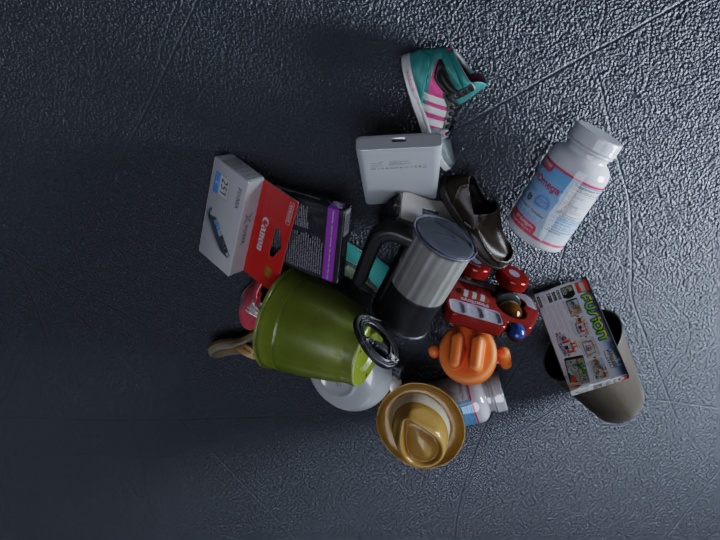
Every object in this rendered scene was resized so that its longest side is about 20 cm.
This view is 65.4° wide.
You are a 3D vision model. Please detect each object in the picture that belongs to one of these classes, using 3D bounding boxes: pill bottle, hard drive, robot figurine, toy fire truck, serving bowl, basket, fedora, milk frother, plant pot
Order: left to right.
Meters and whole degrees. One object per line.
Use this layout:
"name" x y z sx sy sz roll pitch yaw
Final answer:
"plant pot" -0.065 0.119 1.041 0.190 0.200 0.204 19 125 22
"serving bowl" -0.035 0.207 1.162 0.196 0.066 0.205 10 111 26
"hard drive" 0.065 -0.164 0.928 0.129 0.027 0.200 -2 163 4
"milk frother" 0.083 0.036 0.924 0.177 0.202 0.190 12 128 -19
"fedora" 0.122 0.334 1.148 0.196 0.082 0.205 2 106 7
"pill bottle" 0.214 0.285 1.222 0.196 0.110 0.110 -16 120 12
"robot figurine" 0.218 0.170 1.118 0.142 0.200 0.118 -32 72 5
"toy fire truck" 0.241 0.067 1.051 0.196 0.169 0.114 18 122 -8
"pill bottle" 0.344 -0.140 0.945 0.107 0.110 0.202 20 120 -10
"basket" 0.493 0.210 1.150 0.180 0.136 0.200 -44 119 -2

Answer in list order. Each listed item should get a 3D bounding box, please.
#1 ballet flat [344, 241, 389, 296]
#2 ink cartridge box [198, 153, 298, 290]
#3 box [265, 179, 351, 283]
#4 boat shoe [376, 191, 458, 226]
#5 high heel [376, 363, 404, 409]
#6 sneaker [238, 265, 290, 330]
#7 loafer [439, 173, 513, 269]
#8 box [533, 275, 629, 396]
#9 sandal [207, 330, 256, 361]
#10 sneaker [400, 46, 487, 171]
"ballet flat" 0.000 0.000 1.092 0.199 0.075 0.074 38 117 -17
"ink cartridge box" -0.207 -0.077 1.007 0.175 0.044 0.203 35 124 23
"box" -0.115 -0.074 1.018 0.196 0.036 0.146 18 122 17
"boat shoe" 0.121 -0.085 1.032 0.197 0.076 0.092 18 158 -26
"high heel" 0.020 0.245 1.250 0.140 0.072 0.203 21 136 16
"sneaker" -0.200 0.054 1.113 0.073 0.087 0.202 23 121 -11
"loafer" 0.217 -0.086 0.993 0.201 0.073 0.071 50 143 -17
"box" 0.415 0.122 1.064 0.108 0.204 0.035 -20 150 16
"sandal" -0.234 0.168 1.188 0.196 0.055 0.080 -14 153 14
"sneaker" 0.151 -0.268 0.904 0.118 0.084 0.203 -13 120 22
